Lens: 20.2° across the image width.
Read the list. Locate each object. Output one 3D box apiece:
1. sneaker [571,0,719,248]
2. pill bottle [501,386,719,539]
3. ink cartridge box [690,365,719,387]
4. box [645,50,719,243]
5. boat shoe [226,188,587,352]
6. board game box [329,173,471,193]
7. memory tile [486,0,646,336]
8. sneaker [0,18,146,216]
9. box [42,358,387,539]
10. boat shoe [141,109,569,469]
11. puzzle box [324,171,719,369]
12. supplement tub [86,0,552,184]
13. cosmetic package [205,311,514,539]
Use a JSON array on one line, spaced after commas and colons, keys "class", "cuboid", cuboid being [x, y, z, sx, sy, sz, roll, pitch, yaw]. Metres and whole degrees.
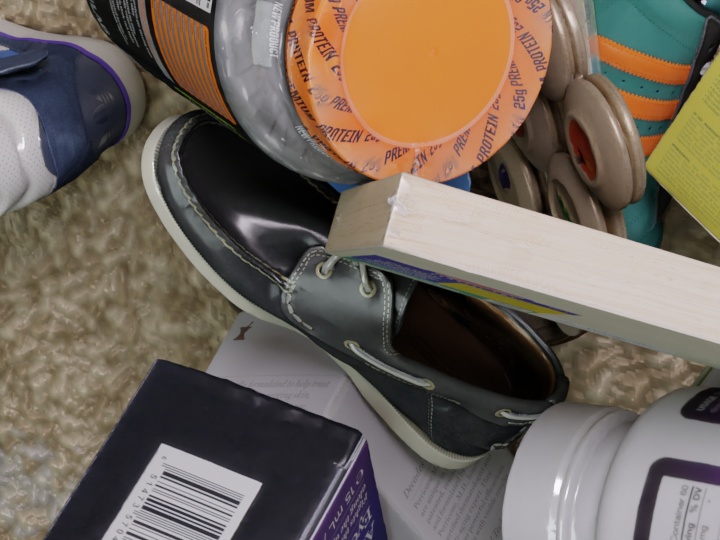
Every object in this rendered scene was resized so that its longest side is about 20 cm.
[{"class": "sneaker", "cuboid": [0.115, -0.084, 0.817, 0.080, 0.072, 0.201, -11, 129, 4]}, {"class": "pill bottle", "cuboid": [0.157, 0.103, 0.758, 0.199, 0.111, 0.112, 8, 118, 36]}, {"class": "ink cartridge box", "cuboid": [0.204, 0.086, 0.843, 0.148, 0.076, 0.200, 41, 136, 11]}, {"class": "box", "cuboid": [0.186, -0.100, 0.751, 0.050, 0.075, 0.200, 48, 132, 20]}, {"class": "boat shoe", "cuboid": [0.033, 0.002, 0.931, 0.199, 0.068, 0.072, 7, 83, 37]}, {"class": "board game box", "cuboid": [-0.006, -0.087, 0.904, 0.158, 0.039, 0.201, -11, 93, 48]}, {"class": "memory tile", "cuboid": [0.057, -0.084, 0.808, 0.153, 0.017, 0.201, 93, 155, -63]}, {"class": "sneaker", "cuboid": [-0.222, -0.072, 1.022, 0.199, 0.146, 0.081, 6, 117, 34]}, {"class": "box", "cuboid": [-0.062, 0.161, 0.875, 0.104, 0.148, 0.200, 18, 150, 20]}, {"class": "boat shoe", "cuboid": [0.000, 0.000, 0.822, 0.200, 0.072, 0.068, 41, 146, -15]}, {"class": "puzzle box", "cuboid": [0.092, 0.008, 0.692, 0.199, 0.133, 0.026, 16, 87, -9]}, {"class": "supplement tub", "cuboid": [-0.020, -0.106, 0.759, 0.200, 0.122, 0.123, 37, 138, 55]}, {"class": "cosmetic package", "cuboid": [0.018, 0.106, 0.938, 0.101, 0.074, 0.200, -5, 137, 45]}]
